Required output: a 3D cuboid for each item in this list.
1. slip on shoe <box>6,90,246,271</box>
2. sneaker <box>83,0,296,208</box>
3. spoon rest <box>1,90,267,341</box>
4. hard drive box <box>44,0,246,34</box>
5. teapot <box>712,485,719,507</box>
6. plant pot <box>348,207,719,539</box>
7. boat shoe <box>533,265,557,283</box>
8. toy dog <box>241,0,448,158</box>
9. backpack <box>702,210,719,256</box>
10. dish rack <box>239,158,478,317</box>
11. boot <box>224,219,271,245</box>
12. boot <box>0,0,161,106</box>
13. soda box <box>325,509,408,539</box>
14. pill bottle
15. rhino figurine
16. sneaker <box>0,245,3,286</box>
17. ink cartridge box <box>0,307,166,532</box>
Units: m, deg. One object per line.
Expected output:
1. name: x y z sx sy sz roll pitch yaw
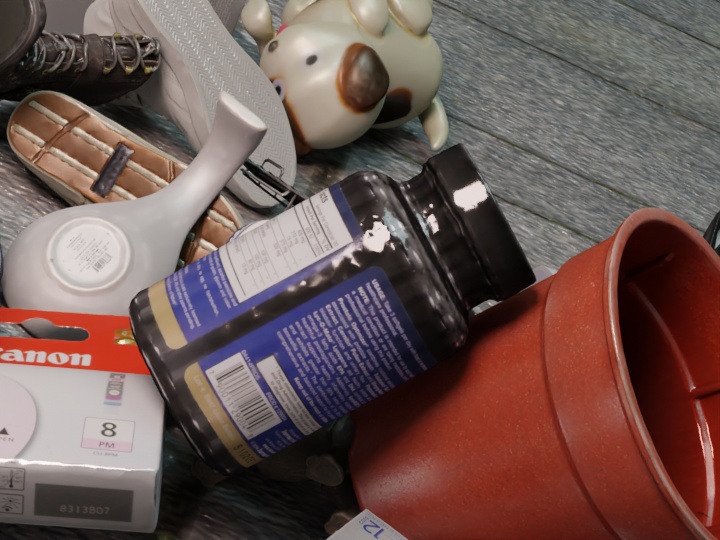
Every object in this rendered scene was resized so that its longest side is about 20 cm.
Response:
1. slip on shoe: -0.150 -0.047 1.274 0.200 0.076 0.061 33 -4 9
2. sneaker: -0.131 -0.129 1.414 0.074 0.115 0.200 -35 100 -35
3. spoon rest: -0.139 -0.027 1.189 0.099 0.061 0.200 40 65 11
4. hard drive box: -0.218 -0.241 1.530 0.199 0.077 0.156 2 36 -39
5. teapot: 0.278 0.198 1.132 0.197 0.146 0.201 -8 73 -11
6. plant pot: 0.111 0.092 1.060 0.201 0.195 0.201 35 44 -42
7. boat shoe: 0.156 0.079 1.321 0.065 0.074 0.200 18 38 -26
8. toy dog: -0.018 -0.160 1.534 0.194 0.139 0.200 63 26 -8
9. backpack: 0.308 0.023 1.453 0.127 0.167 0.200 41 36 16
10. dish rack: 0.000 0.000 1.273 0.200 0.055 0.153 35 -3 28
11. boot: -0.063 0.013 1.161 0.090 0.073 0.200 36 -13 28
12. boot: -0.211 -0.152 1.294 0.174 0.200 0.070 -5 81 -38
13. soda box: 0.054 0.216 0.984 0.200 0.068 0.063 35 27 15
14. pill bottle: -0.013 0.017 1.007 0.112 0.200 0.112 62 2 -5
15. rhino figurine: -0.073 0.085 1.111 0.199 0.060 0.087 24 28 8
16. sneaker: -0.246 0.004 1.062 0.070 0.109 0.200 7 44 -1
17. ink cartridge box: -0.185 0.059 1.027 0.162 0.057 0.200 4 36 -5
